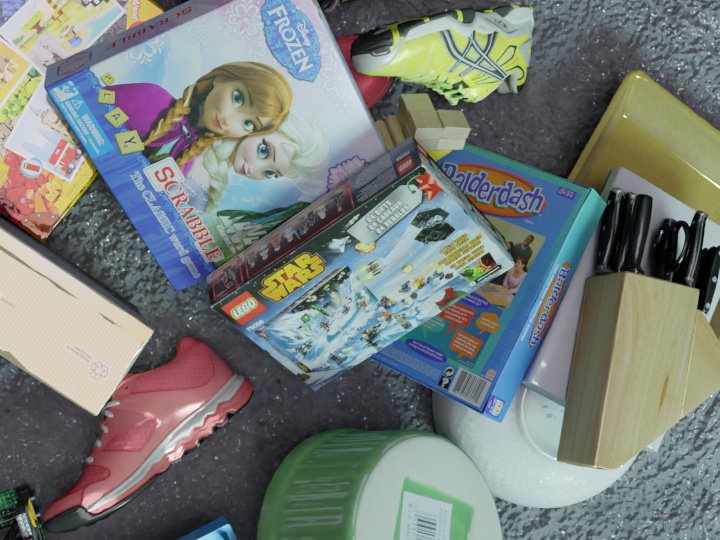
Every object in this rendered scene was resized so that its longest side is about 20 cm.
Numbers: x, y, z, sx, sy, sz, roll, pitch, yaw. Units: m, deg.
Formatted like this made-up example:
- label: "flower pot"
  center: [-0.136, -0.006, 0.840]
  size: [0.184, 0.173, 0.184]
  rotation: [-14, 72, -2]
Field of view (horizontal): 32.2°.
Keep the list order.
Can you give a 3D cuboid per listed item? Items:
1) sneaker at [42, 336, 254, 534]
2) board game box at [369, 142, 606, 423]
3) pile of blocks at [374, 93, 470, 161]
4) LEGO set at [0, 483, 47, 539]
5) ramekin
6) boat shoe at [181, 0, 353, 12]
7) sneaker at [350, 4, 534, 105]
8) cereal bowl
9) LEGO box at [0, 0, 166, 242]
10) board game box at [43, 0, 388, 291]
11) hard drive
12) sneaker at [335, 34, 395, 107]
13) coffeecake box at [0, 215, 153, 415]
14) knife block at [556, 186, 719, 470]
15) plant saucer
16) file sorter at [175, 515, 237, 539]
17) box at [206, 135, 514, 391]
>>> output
- label: "sneaker"
  center: [-0.184, 0.130, 1.006]
  size: [0.200, 0.074, 0.087]
  rotation: [-39, 89, -25]
- label: "board game box"
  center: [0.090, 0.003, 1.030]
  size: [0.045, 0.152, 0.200]
  rotation: [30, 86, -58]
- label: "pile of blocks"
  center: [-0.002, -0.080, 1.030]
  size: [0.200, 0.062, 0.082]
  rotation: [-27, 137, 10]
- label: "LEGO set"
  center: [-0.309, 0.255, 0.959]
  size: [0.200, 0.116, 0.154]
  rotation: [-9, 95, -12]
- label: "ramekin"
  center: [0.024, 0.221, 0.998]
  size: [0.200, 0.098, 0.200]
  rotation: [15, 69, -42]
- label: "boat shoe"
  center: [-0.048, -0.233, 1.010]
  size: [0.200, 0.076, 0.060]
  rotation: [-8, 55, -4]
- label: "sneaker"
  center: [0.076, -0.172, 1.017]
  size: [0.200, 0.075, 0.076]
  rotation: [-15, 102, -40]
- label: "cereal bowl"
  center: [0.167, 0.113, 1.082]
  size: [0.200, 0.083, 0.200]
  rotation: [-1, 94, -13]
- label: "LEGO box"
  center: [-0.245, -0.145, 0.972]
  size: [0.149, 0.077, 0.200]
  rotation: [38, 84, -13]
- label: "board game box"
  center: [-0.096, -0.104, 0.928]
  size: [0.199, 0.041, 0.200]
  rotation: [-24, 124, 7]
- label: "hard drive"
  center: [0.228, 0.032, 1.045]
  size: [0.132, 0.025, 0.200]
  rotation: [29, 76, -14]
- label: "sneaker"
  center: [-0.057, -0.138, 1.004]
  size: [0.200, 0.087, 0.074]
  rotation: [-20, 98, -12]
- label: "coffeecake box"
  center: [-0.240, 0.022, 0.920]
  size: [0.153, 0.200, 0.073]
  rotation: [35, 85, -12]
- label: "knife block"
  center: [0.208, 0.037, 0.990]
  size: [0.200, 0.064, 0.176]
  rotation: [-33, 95, -18]
- label: "plant saucer"
  center: [0.260, -0.040, 1.101]
  size: [0.200, 0.048, 0.200]
  rotation: [34, 76, -12]
- label: "file sorter"
  center: [-0.119, 0.327, 0.975]
  size: [0.139, 0.123, 0.200]
  rotation: [-25, 120, -11]
- label: "box"
  center: [0.000, 0.000, 0.971]
  size: [0.200, 0.040, 0.137]
  rotation: [-33, 131, 16]
